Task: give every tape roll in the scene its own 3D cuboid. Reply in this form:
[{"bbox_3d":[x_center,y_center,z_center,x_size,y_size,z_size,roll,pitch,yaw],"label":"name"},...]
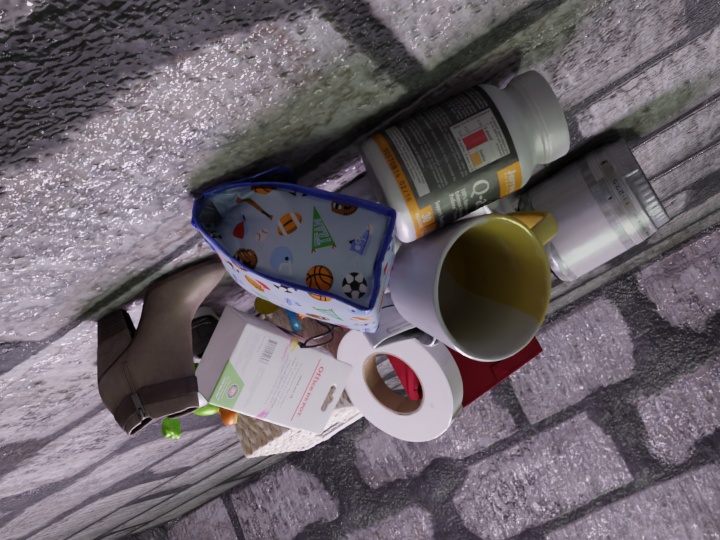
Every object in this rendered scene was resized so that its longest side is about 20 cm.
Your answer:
[{"bbox_3d":[0.056,0.157,1.187,0.202,0.204,0.037,-40,180,44],"label":"tape roll"}]

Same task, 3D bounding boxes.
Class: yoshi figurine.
[{"bbox_3d":[-0.262,0.169,1.121,0.196,0.115,0.112,9,160,-15],"label":"yoshi figurine"}]

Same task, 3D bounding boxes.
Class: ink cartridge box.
[{"bbox_3d":[-0.116,0.140,1.108,0.198,0.067,0.119,27,90,-39],"label":"ink cartridge box"}]

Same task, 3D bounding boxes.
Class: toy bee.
[{"bbox_3d":[-0.071,0.024,1.098,0.129,0.111,0.199,-23,-168,-26],"label":"toy bee"}]

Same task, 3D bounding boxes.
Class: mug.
[{"bbox_3d":[0.122,0.012,0.905,0.183,0.153,0.153,-4,-175,-26],"label":"mug"}]

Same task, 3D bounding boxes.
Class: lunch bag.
[{"bbox_3d":[-0.065,-0.022,0.840,0.196,0.126,0.170,13,167,6],"label":"lunch bag"}]

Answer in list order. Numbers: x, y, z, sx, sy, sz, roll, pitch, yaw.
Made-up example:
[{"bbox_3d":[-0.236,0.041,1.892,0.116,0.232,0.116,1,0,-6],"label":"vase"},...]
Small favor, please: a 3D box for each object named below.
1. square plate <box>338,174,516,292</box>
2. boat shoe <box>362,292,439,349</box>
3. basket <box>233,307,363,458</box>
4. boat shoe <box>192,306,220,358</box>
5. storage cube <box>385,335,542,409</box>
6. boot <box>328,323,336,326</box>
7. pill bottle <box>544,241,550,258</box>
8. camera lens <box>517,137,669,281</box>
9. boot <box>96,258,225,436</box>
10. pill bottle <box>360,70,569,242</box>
[{"bbox_3d":[0.079,-0.054,0.977,0.198,0.029,0.198,-30,127,15],"label":"square plate"},{"bbox_3d":[0.082,0.064,1.023,0.197,0.066,0.074,-8,154,-30],"label":"boat shoe"},{"bbox_3d":[-0.111,0.177,1.316,0.197,0.203,0.160,-35,160,32],"label":"basket"},{"bbox_3d":[-0.208,0.103,1.169,0.071,0.061,0.201,-26,165,5],"label":"boat shoe"},{"bbox_3d":[0.143,0.101,1.280,0.198,0.182,0.171,-29,179,-22],"label":"storage cube"},{"bbox_3d":[0.025,0.005,1.216,0.195,0.074,0.163,-25,163,-6],"label":"boot"},{"bbox_3d":[0.145,-0.029,1.096,0.196,0.117,0.115,9,157,-8],"label":"pill bottle"},{"bbox_3d":[0.359,-0.092,1.278,0.198,0.162,0.159,-32,164,21],"label":"camera lens"},{"bbox_3d":[-0.221,0.095,0.953,0.198,0.148,0.070,-29,163,10],"label":"boot"},{"bbox_3d":[0.108,-0.121,0.844,0.197,0.118,0.117,-25,165,-1],"label":"pill bottle"}]
